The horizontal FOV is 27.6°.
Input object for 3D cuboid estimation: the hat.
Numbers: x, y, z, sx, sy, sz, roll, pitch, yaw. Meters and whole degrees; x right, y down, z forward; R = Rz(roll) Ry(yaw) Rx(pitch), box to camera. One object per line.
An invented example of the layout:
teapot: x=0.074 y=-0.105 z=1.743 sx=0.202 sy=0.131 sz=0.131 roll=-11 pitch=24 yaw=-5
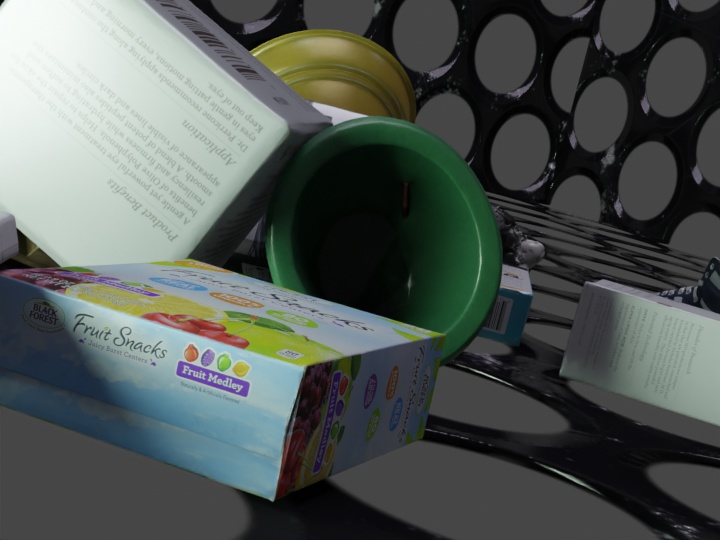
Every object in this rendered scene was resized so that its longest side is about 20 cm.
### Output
hat: x=0.000 y=0.000 z=1.058 sx=0.165 sy=0.201 sz=0.176 roll=-27 pitch=5 yaw=-16

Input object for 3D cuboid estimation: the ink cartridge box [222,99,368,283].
ink cartridge box: x=-0.082 y=-0.069 z=1.219 sx=0.198 sy=0.148 sz=0.083 roll=14 pitch=-25 yaw=-1

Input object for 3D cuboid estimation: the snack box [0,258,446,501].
snack box: x=-0.068 y=0.046 z=0.739 sx=0.167 sy=0.068 sz=0.200 roll=16 pitch=6 yaw=19

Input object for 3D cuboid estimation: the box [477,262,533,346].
box: x=0.112 y=0.022 z=1.350 sx=0.082 sy=0.050 sz=0.200 roll=15 pitch=7 yaw=4

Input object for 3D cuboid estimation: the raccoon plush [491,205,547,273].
raccoon plush: x=0.100 y=-0.028 z=1.576 sx=0.198 sy=0.098 sz=0.134 roll=15 pitch=-1 yaw=7

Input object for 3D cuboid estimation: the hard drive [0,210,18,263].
hard drive: x=-0.243 y=0.008 z=0.608 sx=0.131 sy=0.027 sz=0.200 roll=-1 pitch=13 yaw=11

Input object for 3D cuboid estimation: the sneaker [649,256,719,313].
sneaker: x=0.325 y=0.032 z=1.460 sx=0.070 sy=0.109 sz=0.199 roll=9 pitch=9 yaw=-39

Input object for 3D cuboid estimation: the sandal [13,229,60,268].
sandal: x=-0.284 y=-0.035 z=0.998 sx=0.211 sy=0.069 sz=0.078 roll=30 pitch=33 yaw=-49

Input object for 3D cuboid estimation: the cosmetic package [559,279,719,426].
cosmetic package: x=0.267 y=0.072 z=1.151 sx=0.198 sy=0.082 sz=0.113 roll=16 pitch=5 yaw=15

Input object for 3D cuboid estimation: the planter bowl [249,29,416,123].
planter bowl: x=-0.038 y=-0.113 z=1.342 sx=0.199 sy=0.201 sz=0.084 roll=11 pitch=37 yaw=-22

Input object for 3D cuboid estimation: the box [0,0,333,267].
box: x=-0.153 y=-0.097 z=1.010 sx=0.199 sy=0.172 sz=0.200 roll=40 pitch=8 yaw=2
